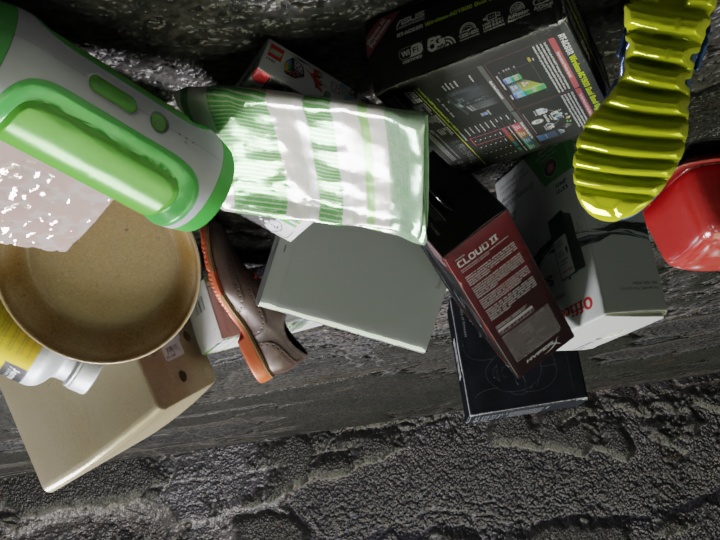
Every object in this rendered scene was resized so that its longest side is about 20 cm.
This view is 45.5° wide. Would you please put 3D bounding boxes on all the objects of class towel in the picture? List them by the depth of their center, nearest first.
[{"bbox_3d":[-0.282,-0.089,0.685,0.198,0.033,0.190,10,140,-46],"label":"towel"},{"bbox_3d":[-0.042,-0.083,0.688,0.197,0.024,0.153,11,148,12],"label":"towel"}]

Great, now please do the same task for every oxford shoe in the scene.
[{"bbox_3d":[-0.123,0.026,0.977,0.072,0.202,0.071,-22,-160,2],"label":"oxford shoe"}]

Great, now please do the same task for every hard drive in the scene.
[{"bbox_3d":[0.000,0.000,0.924,0.197,0.134,0.026,17,-176,-19],"label":"hard drive"}]

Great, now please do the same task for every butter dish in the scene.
[{"bbox_3d":[0.447,-0.050,1.035,0.196,0.150,0.200,-6,162,-6],"label":"butter dish"}]

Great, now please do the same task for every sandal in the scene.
[{"bbox_3d":[0.221,-0.134,0.654,0.079,0.203,0.087,22,-164,18],"label":"sandal"}]

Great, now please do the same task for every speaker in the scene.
[{"bbox_3d":[-0.186,-0.102,0.604,0.088,0.090,0.199,-22,143,36],"label":"speaker"}]

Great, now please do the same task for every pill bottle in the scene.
[{"bbox_3d":[-0.363,0.051,0.897,0.198,0.113,0.112,30,146,-22],"label":"pill bottle"}]

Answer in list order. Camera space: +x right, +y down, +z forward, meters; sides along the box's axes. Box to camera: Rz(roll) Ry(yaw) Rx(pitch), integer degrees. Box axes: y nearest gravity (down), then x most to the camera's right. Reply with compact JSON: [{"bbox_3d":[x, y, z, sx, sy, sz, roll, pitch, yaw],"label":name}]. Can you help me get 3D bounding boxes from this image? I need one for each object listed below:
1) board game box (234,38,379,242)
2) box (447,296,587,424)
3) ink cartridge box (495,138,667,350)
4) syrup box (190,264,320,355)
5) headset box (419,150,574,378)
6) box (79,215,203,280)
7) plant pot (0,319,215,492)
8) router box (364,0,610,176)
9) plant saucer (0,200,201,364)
[{"bbox_3d":[-0.067,-0.101,0.733,0.125,0.035,0.200,27,149,-18],"label":"board game box"},{"bbox_3d":[0.257,0.138,1.440,0.193,0.204,0.124,-9,165,2],"label":"box"},{"bbox_3d":[0.226,-0.028,0.905,0.082,0.203,0.147,-2,161,-23],"label":"ink cartridge box"},{"bbox_3d":[-0.112,0.040,1.094,0.198,0.083,0.079,-13,169,-33],"label":"syrup box"},{"bbox_3d":[0.112,-0.015,0.839,0.077,0.149,0.201,-36,126,1],"label":"headset box"},{"bbox_3d":[-0.273,-0.021,0.949,0.153,0.042,0.200,-10,162,2],"label":"box"},{"bbox_3d":[-0.301,0.122,1.061,0.175,0.203,0.199,-23,180,22],"label":"plant pot"},{"bbox_3d":[0.111,-0.154,0.686,0.148,0.063,0.199,-15,161,23],"label":"router box"},{"bbox_3d":[-0.254,-0.007,0.838,0.196,0.203,0.036,-8,-158,-3],"label":"plant saucer"}]
